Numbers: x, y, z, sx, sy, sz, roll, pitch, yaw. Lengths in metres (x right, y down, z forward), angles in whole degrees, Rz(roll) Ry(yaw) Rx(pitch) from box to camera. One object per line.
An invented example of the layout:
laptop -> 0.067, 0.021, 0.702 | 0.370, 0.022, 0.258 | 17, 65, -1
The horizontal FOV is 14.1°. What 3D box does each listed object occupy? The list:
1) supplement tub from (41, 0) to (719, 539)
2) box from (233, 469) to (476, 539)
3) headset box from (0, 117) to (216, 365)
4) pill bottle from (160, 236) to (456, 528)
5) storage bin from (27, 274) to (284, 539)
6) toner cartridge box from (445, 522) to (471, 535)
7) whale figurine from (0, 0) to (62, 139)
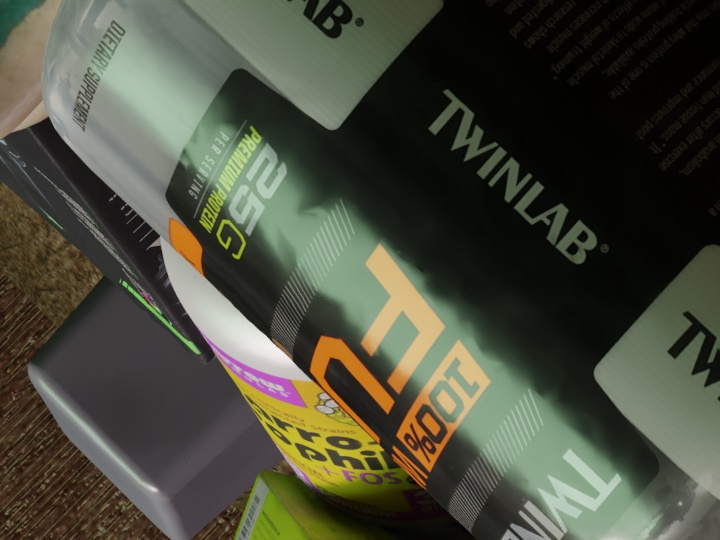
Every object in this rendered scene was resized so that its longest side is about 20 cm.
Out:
supplement tub -> 0.043, -0.011, 0.585 | 0.200, 0.123, 0.123 | 43, 171, 11
box -> 0.061, 0.130, 0.970 | 0.199, 0.048, 0.122 | 19, -174, -16
headset box -> -0.104, -0.082, 1.029 | 0.174, 0.093, 0.200 | 40, 171, 31
pill bottle -> 0.000, 0.000, 0.891 | 0.104, 0.104, 0.200 | 40, 170, 27
storage bin -> -0.058, 0.044, 1.265 | 0.146, 0.134, 0.200 | 44, 172, 8
toner cartridge box -> 0.076, 0.127, 1.091 | 0.199, 0.043, 0.095 | 26, 179, -8
whale figurine -> -0.097, -0.093, 0.740 | 0.104, 0.159, 0.200 | 44, -168, -14
